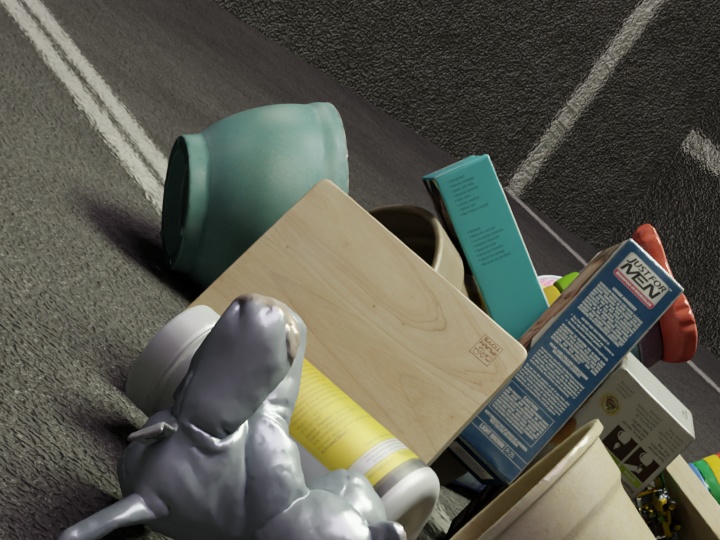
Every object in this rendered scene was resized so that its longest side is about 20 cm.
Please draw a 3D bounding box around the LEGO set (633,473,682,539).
[{"bbox_3d":[0.197,0.184,1.837,0.200,0.115,0.155,-116,-172,-58],"label":"LEGO set"}]

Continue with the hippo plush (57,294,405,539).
[{"bbox_3d":[-0.044,0.118,1.163,0.160,0.160,0.200,36,8,0],"label":"hippo plush"}]

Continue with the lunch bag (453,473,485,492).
[{"bbox_3d":[0.068,0.123,1.854,0.160,0.076,0.200,28,12,-32],"label":"lunch bag"}]

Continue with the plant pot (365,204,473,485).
[{"bbox_3d":[0.028,0.076,1.656,0.174,0.200,0.200,49,2,-30],"label":"plant pot"}]

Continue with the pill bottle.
[{"bbox_3d":[-0.054,0.115,1.327,0.200,0.112,0.112,40,10,18],"label":"pill bottle"}]

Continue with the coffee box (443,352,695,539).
[{"bbox_3d":[0.160,0.163,1.585,0.080,0.200,0.114,44,9,3],"label":"coffee box"}]

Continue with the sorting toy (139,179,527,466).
[{"bbox_3d":[-0.021,0.073,1.472,0.200,0.199,0.070,41,-23,12],"label":"sorting toy"}]

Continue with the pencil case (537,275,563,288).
[{"bbox_3d":[0.159,0.092,1.956,0.090,0.201,0.084,6,51,-13],"label":"pencil case"}]

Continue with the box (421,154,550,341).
[{"bbox_3d":[0.112,0.008,1.653,0.082,0.049,0.201,-154,-138,-84],"label":"box"}]

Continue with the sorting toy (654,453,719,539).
[{"bbox_3d":[0.333,0.261,1.807,0.200,0.069,0.200,-118,-171,-68],"label":"sorting toy"}]

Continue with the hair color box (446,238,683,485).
[{"bbox_3d":[0.148,0.071,1.563,0.061,0.200,0.100,44,-10,-2],"label":"hair color box"}]

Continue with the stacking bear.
[{"bbox_3d":[0.180,0.057,1.808,0.114,0.199,0.122,80,-8,-58],"label":"stacking bear"}]

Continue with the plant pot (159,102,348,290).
[{"bbox_3d":[-0.102,-0.054,1.813,0.133,0.202,0.200,5,20,-16],"label":"plant pot"}]

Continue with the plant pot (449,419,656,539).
[{"bbox_3d":[0.136,0.230,1.308,0.184,0.200,0.200,48,10,4],"label":"plant pot"}]
